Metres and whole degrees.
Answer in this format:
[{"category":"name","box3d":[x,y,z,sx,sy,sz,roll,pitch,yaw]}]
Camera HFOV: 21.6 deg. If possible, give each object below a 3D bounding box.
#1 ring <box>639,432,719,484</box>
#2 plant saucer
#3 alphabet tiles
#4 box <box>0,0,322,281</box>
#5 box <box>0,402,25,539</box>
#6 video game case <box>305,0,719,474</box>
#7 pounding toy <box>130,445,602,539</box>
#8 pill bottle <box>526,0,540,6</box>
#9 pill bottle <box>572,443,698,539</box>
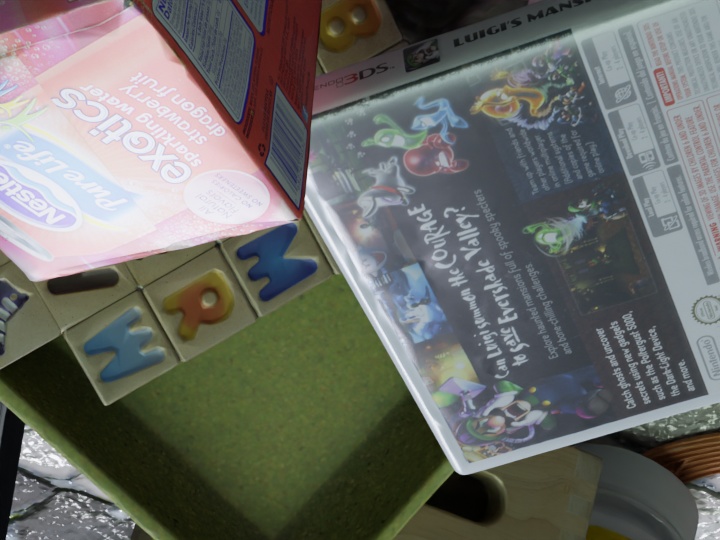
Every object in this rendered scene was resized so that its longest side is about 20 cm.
[{"category":"ring","box3d":[0.222,0.148,1.058,0.200,0.019,0.201,2,144,1]},{"category":"plant saucer","box3d":[-0.037,0.008,0.743,0.200,0.200,0.048,44,174,-9]},{"category":"alphabet tiles","box3d":[-0.076,-0.052,0.694,0.200,0.006,0.167,-30,104,-7]},{"category":"box","box3d":[-0.073,-0.111,0.576,0.095,0.200,0.103,-12,142,20]},{"category":"box","box3d":[-0.267,0.049,0.870,0.198,0.123,0.200,4,149,-1]},{"category":"video game case","box3d":[0.087,-0.015,0.642,0.182,0.023,0.200,-18,136,11]},{"category":"pounding toy","box3d":[-0.009,0.086,0.867,0.200,0.142,0.184,23,161,-23]},{"category":"pill bottle","box3d":[0.161,-0.058,0.703,0.200,0.111,0.111,22,140,-24]},{"category":"pill bottle","box3d":[0.105,0.194,0.962,0.114,0.200,0.114,15,141,13]}]
